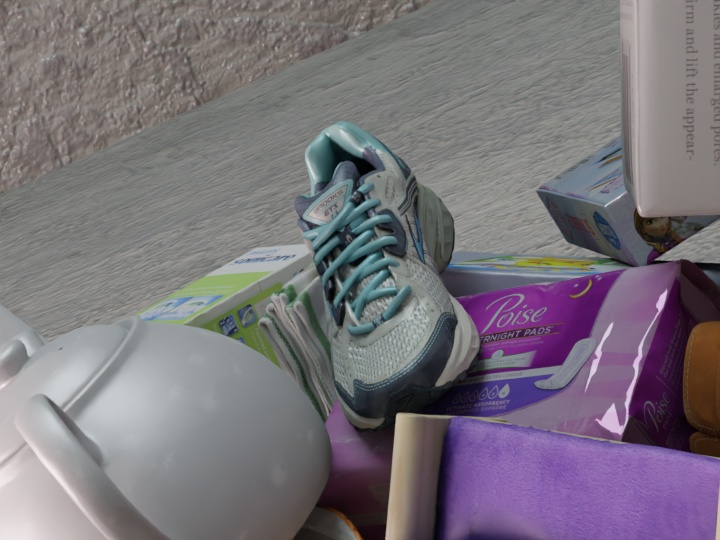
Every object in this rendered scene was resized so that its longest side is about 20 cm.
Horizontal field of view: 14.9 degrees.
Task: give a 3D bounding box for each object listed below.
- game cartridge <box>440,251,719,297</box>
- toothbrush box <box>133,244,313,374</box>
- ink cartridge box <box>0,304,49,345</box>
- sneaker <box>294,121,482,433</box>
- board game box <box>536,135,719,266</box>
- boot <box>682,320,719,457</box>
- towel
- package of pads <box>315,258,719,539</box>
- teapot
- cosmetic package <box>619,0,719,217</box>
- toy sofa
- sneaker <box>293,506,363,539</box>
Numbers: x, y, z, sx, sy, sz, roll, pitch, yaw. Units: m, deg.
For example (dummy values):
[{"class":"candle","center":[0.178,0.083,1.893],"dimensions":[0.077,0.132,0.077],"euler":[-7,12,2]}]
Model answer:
[{"class":"game cartridge","center":[0.099,0.013,1.461],"dimensions":[0.199,0.041,0.133],"euler":[3,8,27]},{"class":"toothbrush box","center":[-0.085,0.091,1.540],"dimensions":[0.199,0.146,0.086],"euler":[-29,13,-33]},{"class":"ink cartridge box","center":[-0.206,0.120,1.394],"dimensions":[0.198,0.200,0.043],"euler":[-51,-5,-21]},{"class":"sneaker","center":[0.000,0.000,1.330],"dimensions":[0.077,0.086,0.200],"euler":[-31,30,12]},{"class":"board game box","center":[0.206,-0.076,1.520],"dimensions":[0.199,0.041,0.200],"euler":[-33,7,-3]},{"class":"boot","center":[0.202,0.031,1.178],"dimensions":[0.076,0.201,0.155],"euler":[-15,16,-29]},{"class":"towel","center":[0.016,0.050,1.537],"dimensions":[0.031,0.150,0.200],"euler":[-19,11,26]},{"class":"package of pads","center":[0.076,0.066,1.320],"dimensions":[0.199,0.076,0.121],"euler":[-10,43,38]},{"class":"teapot","center":[-0.119,0.091,1.282],"dimensions":[0.200,0.146,0.198],"euler":[-31,17,42]},{"class":"cosmetic package","center":[0.223,-0.113,1.287],"dimensions":[0.199,0.166,0.165],"euler":[-1,6,2]},{"class":"toy sofa","center":[0.089,0.111,1.154],"dimensions":[0.097,0.083,0.199],"euler":[4,2,-43]},{"class":"sneaker","center":[-0.049,0.170,1.353],"dimensions":[0.092,0.076,0.200],"euler":[-40,14,-24]}]
